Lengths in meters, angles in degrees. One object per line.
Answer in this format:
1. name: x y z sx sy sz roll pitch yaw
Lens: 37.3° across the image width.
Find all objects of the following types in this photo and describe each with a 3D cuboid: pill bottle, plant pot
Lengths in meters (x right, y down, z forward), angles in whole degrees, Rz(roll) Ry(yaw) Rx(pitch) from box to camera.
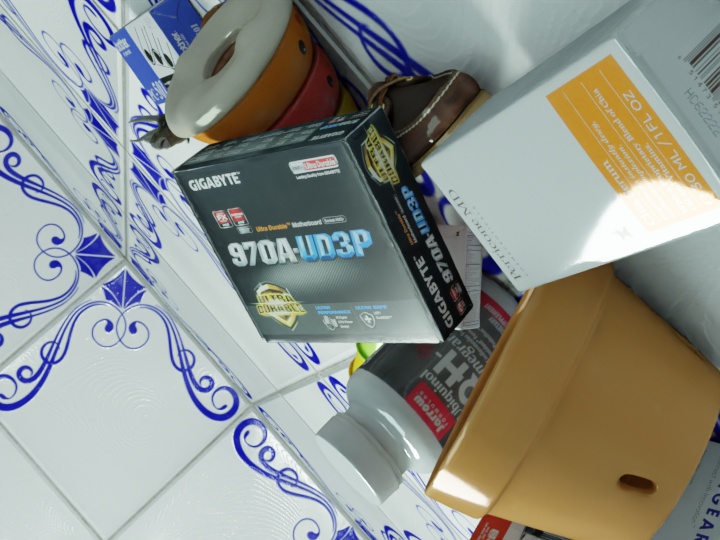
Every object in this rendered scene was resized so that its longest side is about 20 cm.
1. pill bottle: 0.057 0.103 0.926 0.111 0.200 0.111 42 163 16
2. plant pot: 0.148 0.096 0.718 0.139 0.202 0.200 29 161 7

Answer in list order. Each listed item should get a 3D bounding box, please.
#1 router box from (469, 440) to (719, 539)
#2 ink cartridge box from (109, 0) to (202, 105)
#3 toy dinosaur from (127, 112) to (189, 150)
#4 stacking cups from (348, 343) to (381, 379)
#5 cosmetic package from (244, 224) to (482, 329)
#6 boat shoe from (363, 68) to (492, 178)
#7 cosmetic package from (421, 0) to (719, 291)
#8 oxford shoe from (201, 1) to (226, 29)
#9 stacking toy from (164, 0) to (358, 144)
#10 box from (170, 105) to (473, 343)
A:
1. router box: 0.175 0.204 0.778 0.178 0.201 0.049 9 142 41
2. ink cartridge box: -0.206 -0.232 1.135 0.095 0.044 0.199 56 163 -17
3. toy dinosaur: -0.133 -0.148 1.067 0.101 0.078 0.200 23 -167 18
4. stacking cups: 0.033 0.027 0.985 0.060 0.060 0.202 39 135 29
5. cosmetic package: 0.000 0.000 0.880 0.197 0.084 0.050 3 180 25
6. boat shoe: 0.030 -0.103 0.755 0.070 0.070 0.200 45 165 -5
7. cosmetic package: 0.123 -0.064 0.554 0.102 0.071 0.200 50 157 -5
8. oxford shoe: -0.107 -0.143 0.938 0.071 0.071 0.203 -27 79 46
9. stacking toy: -0.049 -0.126 0.881 0.199 0.147 0.146 36 172 -31
10. box: -0.031 -0.024 0.770 0.198 0.046 0.160 -3 121 46
